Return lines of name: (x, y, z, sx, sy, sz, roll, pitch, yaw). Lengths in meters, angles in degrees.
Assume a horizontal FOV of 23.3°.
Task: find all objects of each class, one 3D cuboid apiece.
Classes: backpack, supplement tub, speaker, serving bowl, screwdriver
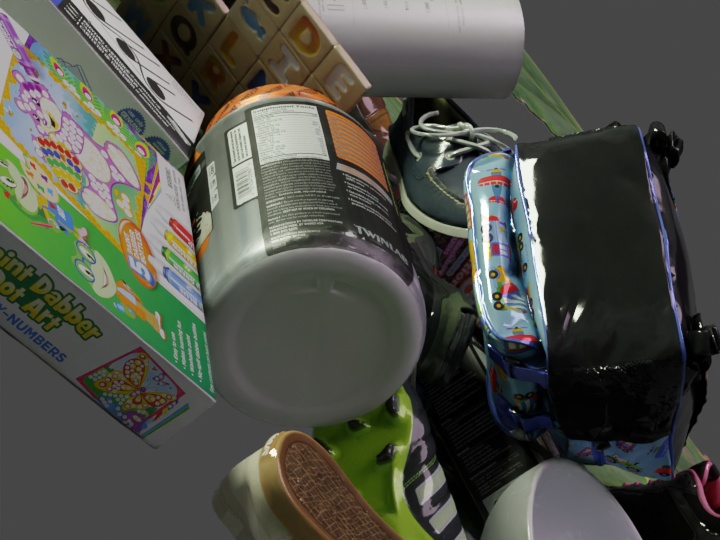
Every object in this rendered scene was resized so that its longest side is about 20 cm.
backpack: (0.140, 0.034, 1.062, 0.200, 0.134, 0.183, 76, 8, -56)
supplement tub: (-0.036, -0.016, 0.968, 0.123, 0.122, 0.200, 44, 17, -29)
speaker: (0.010, -0.159, 1.197, 0.199, 0.081, 0.081, -1, 40, -17)
serving bowl: (0.121, 0.212, 1.002, 0.200, 0.066, 0.201, 46, 30, -37)
screwdriver: (0.033, 0.070, 1.026, 0.029, 0.028, 0.200, 33, -13, 5)

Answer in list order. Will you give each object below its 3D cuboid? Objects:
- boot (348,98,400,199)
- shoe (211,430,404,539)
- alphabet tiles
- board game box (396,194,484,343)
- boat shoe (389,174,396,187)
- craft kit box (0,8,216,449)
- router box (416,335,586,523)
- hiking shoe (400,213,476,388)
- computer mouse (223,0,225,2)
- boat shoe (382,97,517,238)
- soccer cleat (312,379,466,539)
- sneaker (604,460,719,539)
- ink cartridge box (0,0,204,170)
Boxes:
boot: (0.031, -0.097, 1.458, 0.200, 0.068, 0.189, 36, 22, -50)
shoe: (0.006, 0.163, 0.827, 0.200, 0.053, 0.070, 52, 25, -10)
alphabet tiles: (-0.069, -0.127, 1.097, 0.008, 0.167, 0.200, -33, 85, -35)
board game box: (0.121, 0.020, 1.264, 0.159, 0.097, 0.200, 40, -5, -34)
boat shoe: (-0.029, -0.068, 1.204, 0.070, 0.071, 0.201, 56, 8, 12)
craft kit box: (-0.155, -0.041, 0.825, 0.197, 0.048, 0.200, 40, 19, -32)
router box: (0.112, 0.133, 1.185, 0.200, 0.051, 0.149, 42, 17, -55)
hiking shoe: (0.000, 0.000, 1.121, 0.100, 0.076, 0.200, 20, 13, -26)
computer mouse: (-0.084, -0.187, 1.241, 0.200, 0.140, 0.046, 36, 61, -58)
boat shoe: (0.065, -0.076, 1.195, 0.075, 0.062, 0.200, 6, 21, -12)
soccer cleat: (0.024, 0.135, 0.941, 0.081, 0.067, 0.201, 51, 16, -53)
sneaker: (0.227, 0.178, 1.268, 0.079, 0.096, 0.200, 18, 4, -39)
ink cartridge box: (-0.172, -0.138, 0.984, 0.200, 0.044, 0.094, 49, 14, -16)
